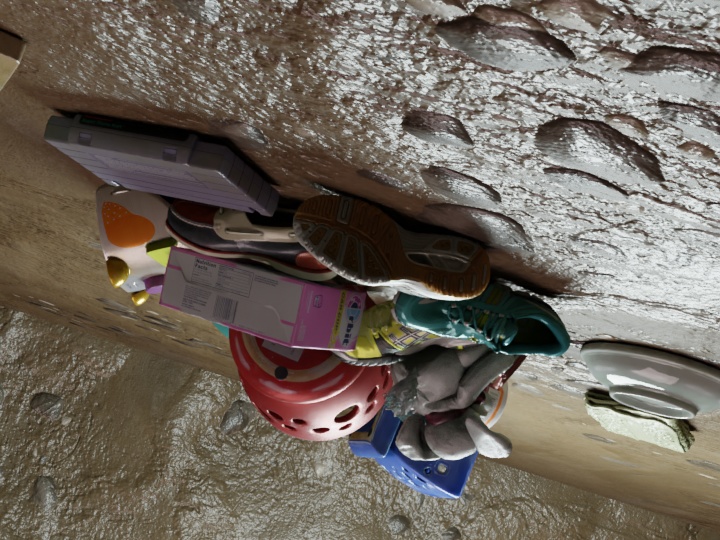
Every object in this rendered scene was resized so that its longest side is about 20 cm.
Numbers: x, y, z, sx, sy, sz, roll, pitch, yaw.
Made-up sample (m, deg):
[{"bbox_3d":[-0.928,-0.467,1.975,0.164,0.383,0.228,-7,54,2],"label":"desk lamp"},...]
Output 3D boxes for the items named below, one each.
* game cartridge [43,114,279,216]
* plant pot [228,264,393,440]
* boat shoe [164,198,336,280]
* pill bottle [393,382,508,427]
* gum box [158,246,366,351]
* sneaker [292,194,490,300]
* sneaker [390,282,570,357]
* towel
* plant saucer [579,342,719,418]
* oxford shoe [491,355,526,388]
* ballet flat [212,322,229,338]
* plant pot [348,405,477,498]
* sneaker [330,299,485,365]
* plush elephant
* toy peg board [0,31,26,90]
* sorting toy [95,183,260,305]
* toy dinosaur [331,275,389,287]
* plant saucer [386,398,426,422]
[{"bbox_3d":[-0.189,-0.102,1.119,0.198,0.039,0.130,12,163,23],"label":"game cartridge"},{"bbox_3d":[-0.059,0.093,1.435,0.198,0.203,0.183,15,163,9],"label":"plant pot"},{"bbox_3d":[-0.110,-0.046,1.198,0.198,0.071,0.063,16,127,17],"label":"boat shoe"},{"bbox_3d":[0.110,0.155,1.676,0.199,0.116,0.113,27,165,-39],"label":"pill bottle"},{"bbox_3d":[-0.109,0.028,1.245,0.198,0.067,0.113,15,-177,33],"label":"gum box"},{"bbox_3d":[0.022,-0.011,1.130,0.198,0.077,0.088,20,168,-13],"label":"sneaker"},{"bbox_3d":[0.129,0.046,1.211,0.198,0.078,0.080,11,-163,-19],"label":"sneaker"},{"bbox_3d":[0.423,0.231,1.783,0.147,0.037,0.200,12,167,28],"label":"towel"},{"bbox_3d":[0.359,0.141,1.424,0.198,0.051,0.200,16,168,3],"label":"plant saucer"},{"bbox_3d":[0.172,0.098,1.499,0.075,0.071,0.200,39,172,13],"label":"oxford shoe"},{"bbox_3d":[-0.190,0.023,1.540,0.068,0.063,0.200,-21,127,38],"label":"ballet flat"},{"bbox_3d":[0.098,0.262,2.015,0.178,0.202,0.200,26,167,-11],"label":"plant pot"},{"bbox_3d":[0.056,0.049,1.296,0.197,0.076,0.077,-13,136,5],"label":"sneaker"},{"bbox_3d":[0.109,0.146,1.363,0.163,0.200,0.156,0,126,38],"label":"plush elephant"},{"bbox_3d":[-0.404,-0.163,0.975,0.197,0.099,0.199,22,167,-23],"label":"toy peg board"},{"bbox_3d":[-0.196,-0.028,1.378,0.178,0.108,0.200,-4,166,5],"label":"sorting toy"},{"bbox_3d":[0.000,0.000,1.259,0.198,0.059,0.101,9,167,33],"label":"toy dinosaur"},{"bbox_3d":[0.035,0.174,1.728,0.070,0.019,0.200,23,-165,-49],"label":"plant saucer"}]
